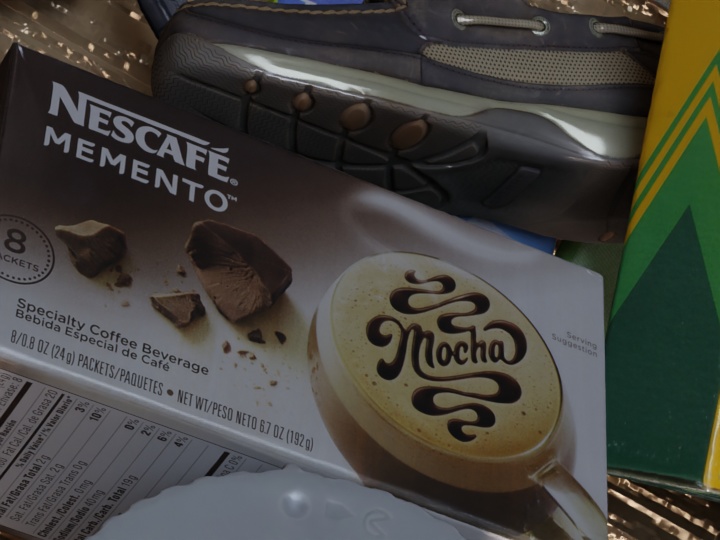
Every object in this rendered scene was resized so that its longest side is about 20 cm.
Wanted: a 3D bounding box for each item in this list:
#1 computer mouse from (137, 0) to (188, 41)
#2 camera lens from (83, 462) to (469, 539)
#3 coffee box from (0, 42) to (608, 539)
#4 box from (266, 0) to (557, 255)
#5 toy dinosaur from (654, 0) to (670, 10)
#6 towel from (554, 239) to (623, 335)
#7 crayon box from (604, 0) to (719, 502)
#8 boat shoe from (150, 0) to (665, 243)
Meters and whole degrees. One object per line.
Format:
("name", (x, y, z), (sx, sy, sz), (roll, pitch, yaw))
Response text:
("computer mouse", (-0.100, -0.024, 0.888), (0.140, 0.046, 0.200), (-22, 72, -22))
("camera lens", (-0.034, 0.171, 0.754), (0.159, 0.200, 0.160), (8, 49, -10))
("coffee box", (-0.032, 0.030, 0.802), (0.200, 0.080, 0.113), (22, 46, -19))
("box", (0.000, 0.000, 0.917), (0.122, 0.048, 0.201), (22, 67, -15))
("toy dinosaur", (0.166, -0.022, 0.987), (0.101, 0.058, 0.201), (-8, 77, -23))
("towel", (0.167, -0.039, 0.960), (0.149, 0.031, 0.200), (30, 84, -1))
("crayon box", (0.142, -0.023, 0.881), (0.126, 0.051, 0.201), (18, 83, -49))
("boat shoe", (0.024, -0.060, 0.887), (0.200, 0.074, 0.074), (11, 60, -28))
